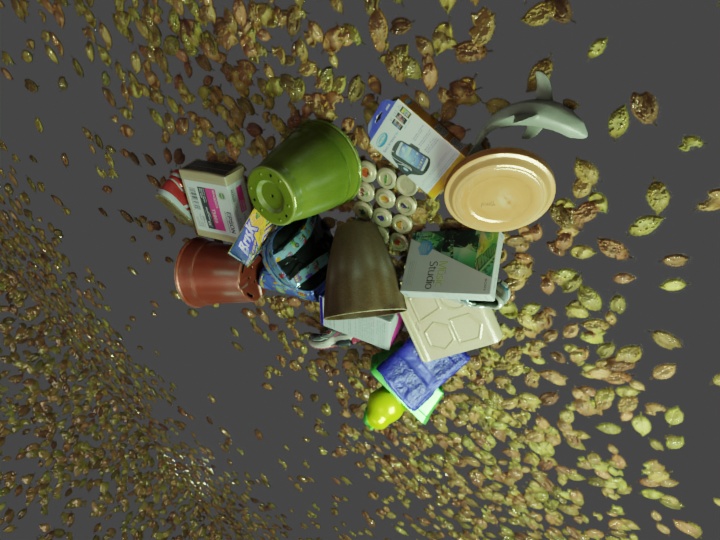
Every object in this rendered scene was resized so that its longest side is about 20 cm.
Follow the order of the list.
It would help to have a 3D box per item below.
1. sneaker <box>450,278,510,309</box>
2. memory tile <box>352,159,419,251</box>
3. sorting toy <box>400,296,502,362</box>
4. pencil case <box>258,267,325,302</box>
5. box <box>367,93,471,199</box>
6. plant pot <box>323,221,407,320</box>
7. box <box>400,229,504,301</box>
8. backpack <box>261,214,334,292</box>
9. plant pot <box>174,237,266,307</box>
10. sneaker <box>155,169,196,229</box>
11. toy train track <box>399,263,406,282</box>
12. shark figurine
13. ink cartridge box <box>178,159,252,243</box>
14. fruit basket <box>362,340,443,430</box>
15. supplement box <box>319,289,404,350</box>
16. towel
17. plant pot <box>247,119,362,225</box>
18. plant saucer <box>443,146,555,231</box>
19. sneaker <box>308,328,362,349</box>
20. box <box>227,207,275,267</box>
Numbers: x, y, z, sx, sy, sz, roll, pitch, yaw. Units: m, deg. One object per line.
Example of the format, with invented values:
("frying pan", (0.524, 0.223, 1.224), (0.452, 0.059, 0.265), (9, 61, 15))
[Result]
("sneaker", (0.213, 0.038, 1.066), (0.199, 0.087, 0.076), (10, 110, 18))
("memory tile", (0.052, -0.141, 1.129), (0.152, 0.017, 0.201), (22, 131, 19))
("sorting toy", (0.199, 0.102, 1.157), (0.199, 0.036, 0.186), (-22, 98, 23))
("pencil case", (-0.180, 0.029, 1.362), (0.199, 0.078, 0.087), (11, 157, 26))
("box", (0.109, -0.250, 0.997), (0.200, 0.041, 0.119), (43, 135, 2))
("plant pot", (0.000, 0.000, 1.123), (0.186, 0.186, 0.202), (-14, 78, 39))
("box", (0.188, -0.013, 1.051), (0.199, 0.145, 0.036), (1, 157, 31))
("backpack", (-0.151, -0.035, 1.212), (0.134, 0.200, 0.183), (-22, 110, 41))
("plant pot", (-0.374, 0.008, 1.411), (0.194, 0.201, 0.202), (2, 123, 22))
("sneaker", (-0.479, -0.198, 1.413), (0.071, 0.113, 0.200), (17, 160, 19))
("toy train track", (0.131, 0.057, 1.211), (0.114, 0.033, 0.201), (-6, 127, 11))
("shark figurine", (0.260, -0.249, 0.866), (0.213, 0.090, 0.129), (-11, 114, 36))
("ink cartridge box", (-0.374, -0.181, 1.340), (0.164, 0.075, 0.201), (13, 128, 27))
("fruit basket", (0.090, 0.318, 1.312), (0.214, 0.156, 0.217), (1, 99, 5))
("supplement box", (0.006, 0.104, 1.281), (0.199, 0.101, 0.104), (18, 130, 22))
("towel", (0.155, 0.229, 1.224), (0.148, 0.200, 0.050), (48, 178, -8))
("plant pot", (-0.130, -0.194, 1.075), (0.199, 0.193, 0.202), (20, 130, 25))
("plant saucer", (0.254, -0.138, 0.930), (0.199, 0.032, 0.201), (6, 143, 5))
("sneaker", (-0.068, 0.174, 1.409), (0.199, 0.080, 0.075), (-15, 84, 39))
("box", (-0.253, -0.109, 1.266), (0.064, 0.070, 0.200), (34, 115, -5))
